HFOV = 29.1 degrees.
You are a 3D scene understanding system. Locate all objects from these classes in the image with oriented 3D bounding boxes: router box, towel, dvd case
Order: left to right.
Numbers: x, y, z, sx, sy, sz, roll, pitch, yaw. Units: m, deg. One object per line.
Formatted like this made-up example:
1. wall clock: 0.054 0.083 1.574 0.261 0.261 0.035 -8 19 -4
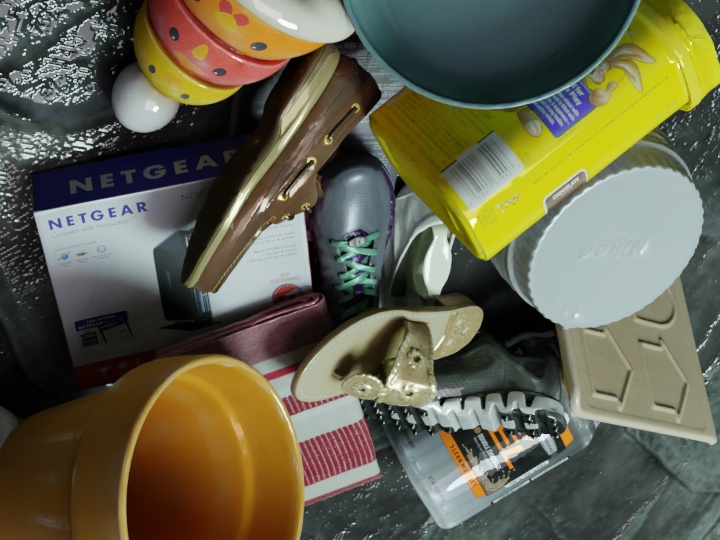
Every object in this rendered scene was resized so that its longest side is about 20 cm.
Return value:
1. router box: -0.139 -0.007 1.072 0.197 0.049 0.181 -12 131 -8
2. towel: -0.071 0.118 1.136 0.142 0.023 0.202 -19 126 -2
3. dvd case: -0.034 -0.099 1.083 0.147 0.016 0.202 -5 130 -22

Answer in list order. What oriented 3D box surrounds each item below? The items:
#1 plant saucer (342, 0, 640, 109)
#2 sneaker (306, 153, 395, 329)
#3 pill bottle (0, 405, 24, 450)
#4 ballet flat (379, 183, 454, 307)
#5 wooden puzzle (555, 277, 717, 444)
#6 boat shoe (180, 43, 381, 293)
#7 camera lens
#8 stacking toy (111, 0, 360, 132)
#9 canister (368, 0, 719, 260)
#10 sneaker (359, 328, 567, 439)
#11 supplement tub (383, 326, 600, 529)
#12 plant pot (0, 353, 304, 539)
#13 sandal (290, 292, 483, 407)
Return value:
1. plant saucer: 0.084 -0.200 0.891 0.199 0.201 0.036 -33 173 4
2. sneaker: 0.000 0.000 1.108 0.073 0.088 0.201 -12 141 -14
3. pill bottle: -0.266 0.203 1.155 0.111 0.112 0.200 -37 133 8
4. ballet flat: 0.045 0.017 1.184 0.068 0.070 0.202 -6 129 -21
5. wooden puzzle: 0.230 0.059 1.241 0.198 0.188 0.046 17 145 -37
6. boat shoe: -0.056 -0.063 0.974 0.067 0.072 0.201 30 100 -20
7. camera lens: 0.150 -0.075 1.064 0.158 0.201 0.162 -13 132 -15
8. stacking toy: -0.104 -0.160 0.945 0.145 0.148 0.200 17 134 -35
9. canister: 0.119 -0.116 0.941 0.199 0.149 0.087 -38 136 -3
10. sneaker: 0.085 0.094 1.217 0.197 0.092 0.067 2 152 13
11. supplement tub: 0.130 0.139 1.286 0.198 0.123 0.123 -31 134 0
12. plant pot: -0.172 0.168 1.038 0.181 0.202 0.200 -5 146 35
13. sandal: 0.043 0.073 1.107 0.210 0.069 0.078 -17 136 -45
